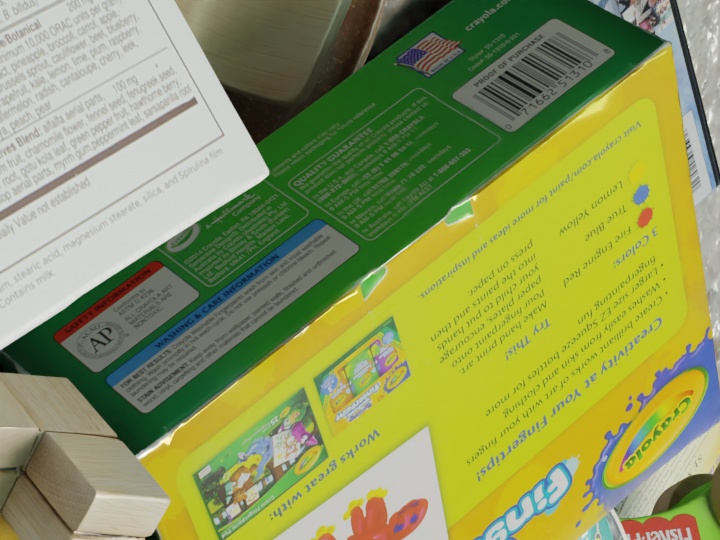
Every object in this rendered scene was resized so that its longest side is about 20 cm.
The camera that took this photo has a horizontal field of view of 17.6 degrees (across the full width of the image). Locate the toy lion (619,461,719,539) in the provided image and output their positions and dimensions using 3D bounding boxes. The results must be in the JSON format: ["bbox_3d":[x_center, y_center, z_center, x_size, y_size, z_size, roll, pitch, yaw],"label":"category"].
[{"bbox_3d":[0.100,0.168,0.878,0.199,0.069,0.192,-3,70,-28],"label":"toy lion"}]

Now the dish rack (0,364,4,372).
[{"bbox_3d":[-0.163,0.028,0.567,0.200,0.054,0.154,50,38,-47],"label":"dish rack"}]

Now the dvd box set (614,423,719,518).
[{"bbox_3d":[0.105,0.077,1.007,0.146,0.029,0.200,-53,138,-30],"label":"dvd box set"}]

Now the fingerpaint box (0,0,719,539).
[{"bbox_3d":[0.009,0.033,0.696,0.200,0.073,0.167,-38,138,-20],"label":"fingerpaint box"}]

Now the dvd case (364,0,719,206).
[{"bbox_3d":[0.062,-0.044,0.891,0.200,0.018,0.143,-39,123,-32],"label":"dvd case"}]

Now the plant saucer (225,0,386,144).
[{"bbox_3d":[-0.058,-0.114,0.716,0.200,0.037,0.201,-22,118,-49],"label":"plant saucer"}]

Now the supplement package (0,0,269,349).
[{"bbox_3d":[-0.154,-0.055,0.443,0.151,0.152,0.200,-36,100,-42],"label":"supplement package"}]

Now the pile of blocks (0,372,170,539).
[{"bbox_3d":[-0.065,0.103,0.561,0.082,0.062,0.200,-38,142,-11],"label":"pile of blocks"}]

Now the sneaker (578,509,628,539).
[{"bbox_3d":[0.017,0.148,0.777,0.200,0.077,0.080,-55,144,-16],"label":"sneaker"}]

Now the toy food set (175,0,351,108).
[{"bbox_3d":[-0.048,-0.150,0.636,0.200,0.060,0.144,38,71,-53],"label":"toy food set"}]
